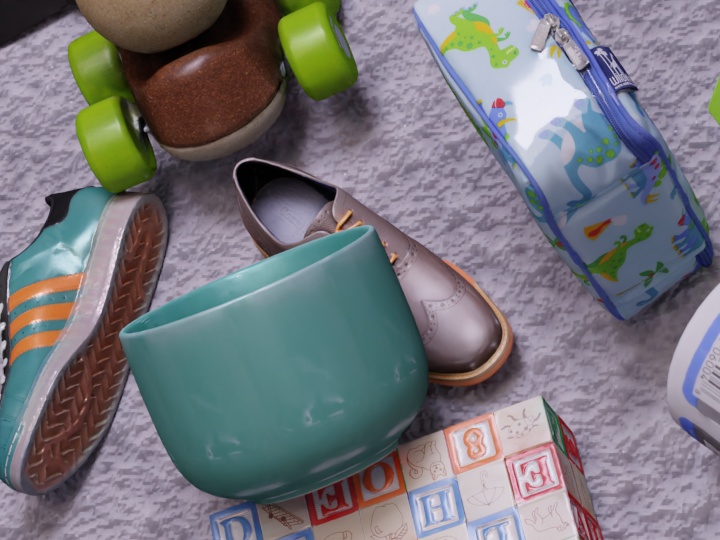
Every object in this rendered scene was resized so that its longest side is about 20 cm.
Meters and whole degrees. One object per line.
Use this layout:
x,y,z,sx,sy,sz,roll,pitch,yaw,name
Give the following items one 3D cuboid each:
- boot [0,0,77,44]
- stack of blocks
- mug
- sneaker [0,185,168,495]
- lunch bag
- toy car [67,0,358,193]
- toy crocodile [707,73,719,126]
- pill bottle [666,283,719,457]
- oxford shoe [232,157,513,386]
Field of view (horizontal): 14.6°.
-0.228,-0.197,1.803,0.200,0.074,0.076,-15,43,12,boot
0.028,0.160,1.518,0.200,0.059,0.115,-20,60,13,stack of blocks
-0.035,0.053,1.530,0.152,0.185,0.115,-21,96,21,mug
-0.182,0.040,1.662,0.080,0.071,0.200,7,61,27,sneaker
0.110,-0.076,1.511,0.082,0.200,0.161,-35,57,4,lunch bag
-0.119,-0.175,1.640,0.164,0.200,0.158,-24,36,8,toy car
0.253,-0.041,1.514,0.062,0.068,0.200,-20,54,-23,toy crocodile
0.262,0.083,1.421,0.200,0.114,0.114,37,84,32,pill bottle
0.000,0.000,1.597,0.200,0.073,0.071,32,80,31,oxford shoe
